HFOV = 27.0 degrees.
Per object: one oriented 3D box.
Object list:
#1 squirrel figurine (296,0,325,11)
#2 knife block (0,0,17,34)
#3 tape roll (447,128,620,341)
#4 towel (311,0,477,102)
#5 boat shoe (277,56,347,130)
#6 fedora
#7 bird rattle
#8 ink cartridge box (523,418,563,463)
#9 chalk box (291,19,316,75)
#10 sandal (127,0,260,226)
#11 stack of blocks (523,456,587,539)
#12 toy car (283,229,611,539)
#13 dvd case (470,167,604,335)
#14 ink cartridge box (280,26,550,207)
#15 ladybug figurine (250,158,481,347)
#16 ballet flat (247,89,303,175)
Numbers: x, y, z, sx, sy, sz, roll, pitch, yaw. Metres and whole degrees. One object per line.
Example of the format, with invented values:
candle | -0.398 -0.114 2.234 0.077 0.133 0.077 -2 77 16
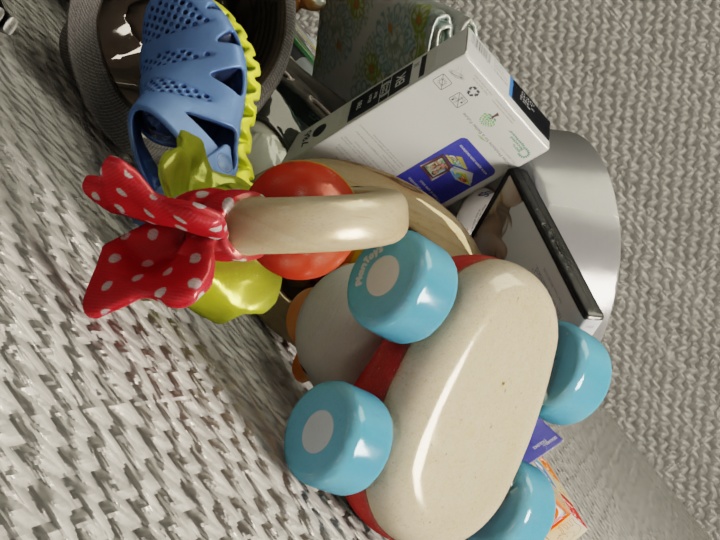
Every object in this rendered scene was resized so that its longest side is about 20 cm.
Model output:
squirrel figurine | -0.071 -0.289 1.222 0.200 0.141 0.187 2 77 -67
knife block | -0.265 -0.237 0.956 0.176 0.064 0.200 49 8 -16
tape roll | 0.115 -0.009 1.124 0.066 0.201 0.200 5 29 -21
towel | 0.019 -0.142 1.205 0.048 0.172 0.200 -2 21 -31
boat shoe | -0.072 -0.136 1.171 0.200 0.067 0.057 34 25 17
fedora | -0.142 -0.172 1.059 0.090 0.200 0.177 12 -46 48
bird rattle | -0.057 -0.032 0.782 0.200 0.163 0.113 89 -3 -87
ink cartridge box | 0.069 0.077 1.190 0.200 0.037 0.095 44 41 20
chalk box | -0.083 -0.156 1.390 0.124 0.124 0.200 48 9 -24
sandal | -0.112 -0.094 0.948 0.087 0.079 0.200 17 56 -52
stack of blocks | 0.100 0.141 1.252 0.115 0.059 0.200 44 11 -38
toy car | 0.014 0.065 0.933 0.184 0.177 0.200 27 -7 -39
dvd case | 0.093 0.048 1.050 0.018 0.200 0.143 3 45 -27
ink cartridge box | 0.026 -0.082 1.063 0.099 0.200 0.039 45 32 -27
ladybug figurine | 0.000 0.000 1.041 0.200 0.136 0.072 28 -2 3
ballet flat | -0.063 -0.057 1.122 0.200 0.068 0.068 65 25 -12
